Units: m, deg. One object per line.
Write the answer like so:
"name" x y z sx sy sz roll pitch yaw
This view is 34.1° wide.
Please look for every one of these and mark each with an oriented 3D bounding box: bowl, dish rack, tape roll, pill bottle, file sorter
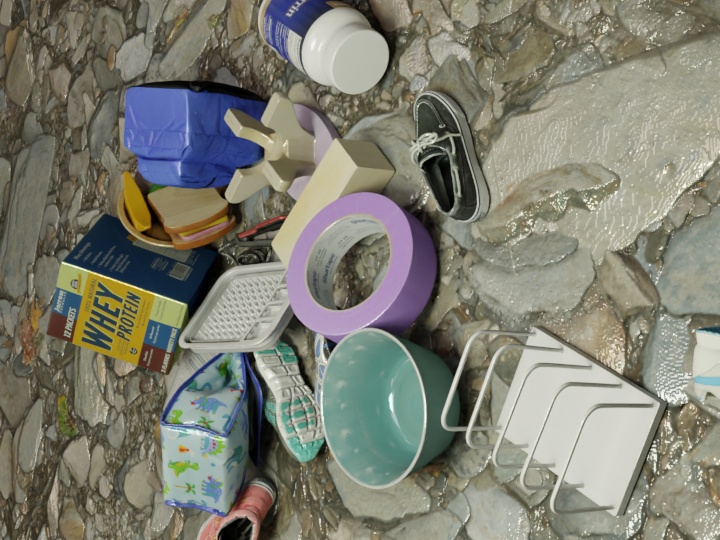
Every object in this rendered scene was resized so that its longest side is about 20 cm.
"bowl" 0.050 0.171 1.491 0.201 0.105 0.201 0 90 50
"dish rack" -0.164 0.061 1.749 0.200 0.044 0.172 -4 44 41
"tape roll" 0.000 0.000 1.557 0.200 0.066 0.200 -14 63 30
"pill bottle" -0.052 -0.332 1.670 0.200 0.116 0.116 42 117 43
"file sorter" 0.204 0.162 1.299 0.200 0.124 0.139 33 111 47

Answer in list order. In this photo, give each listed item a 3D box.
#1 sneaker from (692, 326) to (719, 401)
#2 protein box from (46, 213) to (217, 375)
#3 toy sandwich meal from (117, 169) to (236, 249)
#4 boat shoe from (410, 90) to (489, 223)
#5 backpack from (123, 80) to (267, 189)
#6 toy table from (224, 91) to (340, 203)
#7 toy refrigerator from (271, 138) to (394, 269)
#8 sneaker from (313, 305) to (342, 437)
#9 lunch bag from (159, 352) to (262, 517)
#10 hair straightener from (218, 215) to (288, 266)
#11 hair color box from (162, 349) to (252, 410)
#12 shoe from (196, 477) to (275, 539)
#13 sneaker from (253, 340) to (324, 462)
"sneaker" 0.404 0.109 1.113 0.200 0.076 0.081 18 108 56
"protein box" -0.358 0.034 1.857 0.199 0.200 0.135 -73 2 -64
"toy sandwich meal" -0.296 -0.115 1.885 0.070 0.205 0.205 96 151 -50
"boat shoe" 0.099 -0.150 1.503 0.074 0.068 0.200 -36 59 42
"backpack" -0.251 -0.213 1.828 0.162 0.200 0.168 14 104 35
"toy table" -0.116 -0.174 1.729 0.200 0.117 0.184 40 116 44
"toy refrigerator" -0.042 -0.090 1.657 0.070 0.076 0.200 55 127 32
"sneaker" -0.039 0.143 1.628 0.077 0.076 0.200 -28 63 40
"lunch bag" -0.210 0.233 1.734 0.200 0.127 0.170 -70 -12 -56
"hair straightener" -0.163 -0.032 1.825 0.200 0.041 0.077 -12 76 49
"hair color box" -0.243 0.169 1.883 0.099 0.061 0.200 43 119 43
"shoe" -0.202 0.402 1.769 0.071 0.091 0.200 36 119 -4
"sneaker" -0.110 0.202 1.726 0.091 0.077 0.200 115 142 -45
